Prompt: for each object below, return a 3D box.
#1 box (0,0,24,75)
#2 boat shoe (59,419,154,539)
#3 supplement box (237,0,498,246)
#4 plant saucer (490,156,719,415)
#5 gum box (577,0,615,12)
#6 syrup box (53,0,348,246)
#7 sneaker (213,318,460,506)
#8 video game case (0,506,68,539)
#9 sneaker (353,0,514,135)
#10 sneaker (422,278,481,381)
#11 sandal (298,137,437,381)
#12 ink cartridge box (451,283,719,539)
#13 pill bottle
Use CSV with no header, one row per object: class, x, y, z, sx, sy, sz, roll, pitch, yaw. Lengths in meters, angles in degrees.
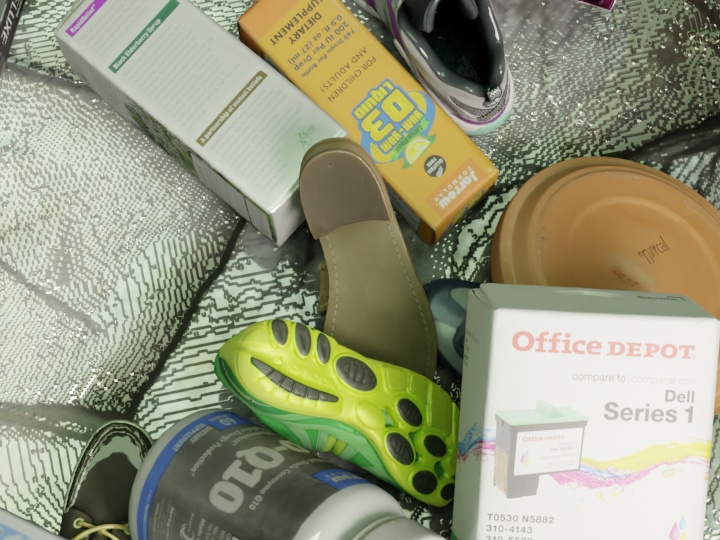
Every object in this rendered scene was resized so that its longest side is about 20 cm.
box,-0.327,-0.219,1.442,0.198,0.050,0.159,14,79,0
boat shoe,-0.166,0.195,1.363,0.071,0.061,0.203,7,79,-1
supplement box,0.005,-0.113,1.430,0.067,0.069,0.200,-43,86,-7
plant saucer,0.183,0.007,1.388,0.198,0.032,0.202,11,55,-16
gum box,0.080,-0.240,1.377,0.113,0.199,0.067,41,113,42
syrup box,-0.105,-0.115,1.407,0.200,0.079,0.082,41,79,12
sneaker,-0.010,0.088,1.372,0.199,0.083,0.075,34,70,-26
video game case,-0.276,0.231,1.337,0.199,0.022,0.183,22,84,18
sneaker,0.043,-0.192,1.407,0.077,0.140,0.201,-36,83,-4
sneaker,0.122,0.064,1.392,0.199,0.082,0.071,31,81,4
sandal,0.006,-0.001,1.392,0.077,0.070,0.213,-9,119,7
ink cartridge box,0.135,0.116,1.286,0.143,0.084,0.202,3,97,-7
pill bottle,-0.041,0.171,1.302,0.199,0.114,0.114,23,76,38
